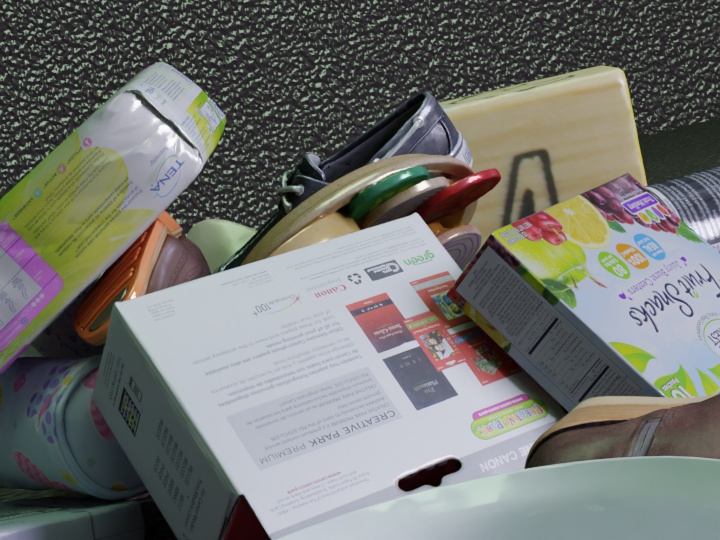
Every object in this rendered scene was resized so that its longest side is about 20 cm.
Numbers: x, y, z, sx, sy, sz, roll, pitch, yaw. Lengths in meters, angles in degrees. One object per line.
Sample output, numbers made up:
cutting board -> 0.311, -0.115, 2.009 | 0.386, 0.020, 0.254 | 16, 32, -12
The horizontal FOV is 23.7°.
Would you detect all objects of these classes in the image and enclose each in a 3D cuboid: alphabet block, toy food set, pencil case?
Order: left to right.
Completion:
pencil case -> -0.189, 0.094, 1.024 | 0.090, 0.084, 0.199 | 25, -19, -34
toy food set -> 0.000, 0.000, 1.059 | 0.197, 0.049, 0.200 | -31, -23, -13
alphabet block -> 0.133, -0.053, 1.424 | 0.199, 0.198, 0.195 | -12, 8, 4

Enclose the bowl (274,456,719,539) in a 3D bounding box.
bowl -> 0.041, 0.127, 0.495 | 0.200, 0.091, 0.201 | -12, 6, 1

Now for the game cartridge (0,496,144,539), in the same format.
game cartridge -> -0.225, 0.154, 0.926 | 0.199, 0.042, 0.133 | -5, 3, -39

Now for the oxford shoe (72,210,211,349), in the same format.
oxford shoe -> -0.114, 0.016, 0.999 | 0.071, 0.073, 0.200 | -45, 7, 11

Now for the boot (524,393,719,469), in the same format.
boot -> 0.159, 0.098, 0.725 | 0.199, 0.073, 0.166 | -9, 19, 23

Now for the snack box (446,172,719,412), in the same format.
snack box -> 0.154, 0.023, 0.968 | 0.053, 0.142, 0.200 | -53, -16, 29

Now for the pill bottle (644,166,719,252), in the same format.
pill bottle -> 0.202, -0.006, 1.262 | 0.199, 0.107, 0.106 | -15, 7, -17

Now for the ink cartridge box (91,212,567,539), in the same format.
ink cartridge box -> -0.012, 0.079, 0.908 | 0.199, 0.176, 0.084 | -17, -35, -32

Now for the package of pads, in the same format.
package of pads -> -0.170, -0.030, 0.996 | 0.200, 0.068, 0.155 | -44, 9, 9

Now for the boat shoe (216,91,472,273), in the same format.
boat shoe -> -0.024, -0.044, 1.117 | 0.199, 0.068, 0.072 | -33, 27, 4

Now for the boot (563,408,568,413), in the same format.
boot -> 0.091, 0.059, 1.079 | 0.154, 0.073, 0.199 | -7, 3, 40

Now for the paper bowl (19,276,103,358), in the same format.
paper bowl -> -0.155, 0.060, 1.169 | 0.105, 0.200, 0.201 | -58, 2, 4

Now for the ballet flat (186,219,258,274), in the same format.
ballet flat -> -0.047, 0.035, 1.176 | 0.199, 0.070, 0.069 | 34, 17, 8
